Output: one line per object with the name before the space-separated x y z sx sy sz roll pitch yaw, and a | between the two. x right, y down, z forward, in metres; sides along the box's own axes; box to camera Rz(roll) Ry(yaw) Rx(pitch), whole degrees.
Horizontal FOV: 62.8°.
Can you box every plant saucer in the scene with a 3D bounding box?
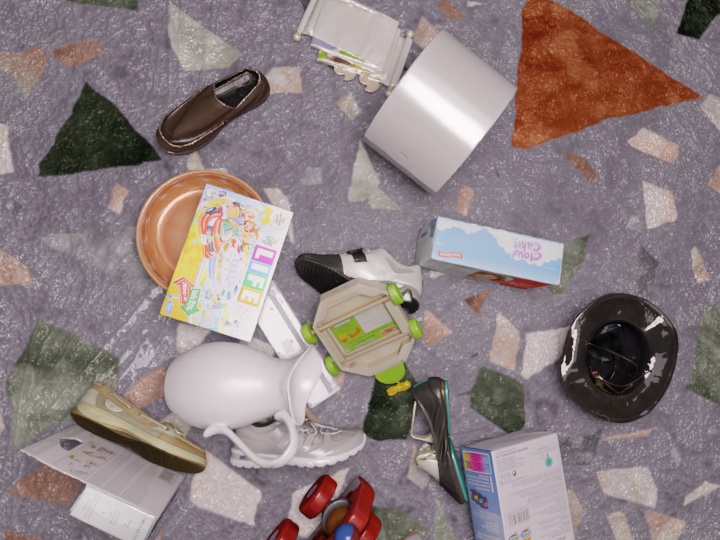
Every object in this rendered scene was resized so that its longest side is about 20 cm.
plant saucer | -0.234 -0.052 0.896 0.200 0.037 0.201 1 83 -8

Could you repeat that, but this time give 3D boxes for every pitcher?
pitcher | -0.167 0.180 0.805 0.200 0.121 0.172 -1 50 14

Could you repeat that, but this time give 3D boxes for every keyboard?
keyboard | -0.106 0.113 0.911 0.056 0.011 0.200 -32 88 -6

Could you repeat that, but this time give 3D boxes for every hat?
hat | 0.402 0.136 0.948 0.200 0.081 0.201 0 88 -2

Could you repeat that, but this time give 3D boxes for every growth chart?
growth chart | -0.010 -0.384 0.979 0.200 0.018 0.145 29 81 -4

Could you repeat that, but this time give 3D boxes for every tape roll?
tape roll | 0.116 -0.234 0.886 0.139 0.203 0.203 38 79 -3

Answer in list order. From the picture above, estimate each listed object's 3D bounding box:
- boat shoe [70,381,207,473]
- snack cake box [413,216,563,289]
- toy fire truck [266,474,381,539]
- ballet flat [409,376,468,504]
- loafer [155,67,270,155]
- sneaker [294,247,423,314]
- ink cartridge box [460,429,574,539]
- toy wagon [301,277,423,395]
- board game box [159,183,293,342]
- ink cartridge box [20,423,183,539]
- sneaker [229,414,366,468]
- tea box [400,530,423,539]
boat shoe | -0.304 0.224 0.840 0.200 0.073 0.063 24 50 0
snack cake box | 0.195 -0.023 0.916 0.200 0.115 0.067 11 81 -7
toy fire truck | -0.048 0.380 0.805 0.112 0.168 0.200 42 79 -2
ballet flat | 0.114 0.258 0.895 0.068 0.068 0.200 -10 94 9
loafer | -0.229 -0.254 0.903 0.200 0.071 0.073 -40 90 -11
sneaker | 0.000 0.000 0.914 0.200 0.074 0.089 17 55 -3
ink cartridge box | 0.237 0.352 0.880 0.136 0.076 0.200 -5 82 -29
toy wagon | 0.014 0.105 0.886 0.155 0.040 0.200 -25 117 12
board game box | -0.192 -0.011 0.861 0.134 0.034 0.200 18 81 -7
ink cartridge box | -0.328 0.269 0.761 0.173 0.200 0.044 27 81 -4
sneaker | -0.090 0.241 0.862 0.200 0.075 0.082 -1 85 -8
tea box | 0.060 0.519 0.822 0.200 0.134 0.197 -30 89 -11
